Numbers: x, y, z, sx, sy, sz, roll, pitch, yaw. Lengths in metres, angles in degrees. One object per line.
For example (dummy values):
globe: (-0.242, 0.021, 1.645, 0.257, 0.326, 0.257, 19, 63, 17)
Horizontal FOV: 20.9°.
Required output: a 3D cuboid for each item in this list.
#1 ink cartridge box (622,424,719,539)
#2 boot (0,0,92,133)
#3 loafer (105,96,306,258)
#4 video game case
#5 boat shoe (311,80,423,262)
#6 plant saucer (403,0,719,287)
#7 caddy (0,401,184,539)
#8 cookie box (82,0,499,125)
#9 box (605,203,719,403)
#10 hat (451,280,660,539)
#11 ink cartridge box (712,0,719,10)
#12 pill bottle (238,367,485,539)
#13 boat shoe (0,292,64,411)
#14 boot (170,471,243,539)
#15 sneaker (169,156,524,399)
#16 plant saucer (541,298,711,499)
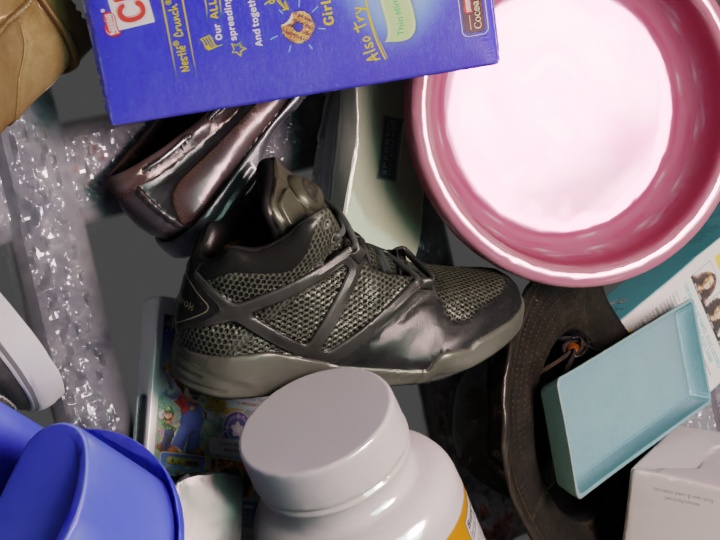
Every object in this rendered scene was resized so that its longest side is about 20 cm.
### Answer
ink cartridge box: (0.197, 0.206, 1.177, 0.116, 0.067, 0.200, -24, 121, -65)
boot: (-0.232, -0.099, 0.918, 0.175, 0.066, 0.200, 51, 57, -23)
loafer: (-0.068, -0.102, 1.055, 0.063, 0.072, 0.200, 39, 64, -25)
video game case: (-0.063, 0.123, 1.061, 0.143, 0.018, 0.200, 12, 77, -38)
boat shoe: (0.004, -0.088, 1.111, 0.070, 0.072, 0.201, 13, 83, -30)
plant saucer: (0.115, -0.091, 1.088, 0.200, 0.051, 0.201, -1, 94, -17)
caddy: (-0.167, 0.151, 0.880, 0.200, 0.141, 0.105, -60, 141, -19)
cookie box: (-0.042, -0.177, 0.970, 0.200, 0.075, 0.171, -9, 112, -1)
box: (0.222, 0.027, 1.292, 0.200, 0.049, 0.082, -35, 107, -37)
hat: (0.103, 0.095, 1.156, 0.201, 0.081, 0.201, 17, 70, -56)
ink cartridge box: (0.175, -0.172, 1.182, 0.147, 0.200, 0.083, 49, 60, -23)
pill bottle: (0.010, 0.152, 1.011, 0.111, 0.111, 0.200, -47, 128, -34)
boat shoe: (-0.196, 0.025, 0.893, 0.066, 0.070, 0.200, -40, 156, -11)
boot: (-0.136, 0.195, 0.949, 0.165, 0.066, 0.200, 8, 82, -33)
sneaker: (0.000, 0.000, 1.023, 0.199, 0.076, 0.114, -4, 116, -20)
plant saucer: (0.159, 0.073, 1.154, 0.200, 0.019, 0.070, -23, 104, -57)
